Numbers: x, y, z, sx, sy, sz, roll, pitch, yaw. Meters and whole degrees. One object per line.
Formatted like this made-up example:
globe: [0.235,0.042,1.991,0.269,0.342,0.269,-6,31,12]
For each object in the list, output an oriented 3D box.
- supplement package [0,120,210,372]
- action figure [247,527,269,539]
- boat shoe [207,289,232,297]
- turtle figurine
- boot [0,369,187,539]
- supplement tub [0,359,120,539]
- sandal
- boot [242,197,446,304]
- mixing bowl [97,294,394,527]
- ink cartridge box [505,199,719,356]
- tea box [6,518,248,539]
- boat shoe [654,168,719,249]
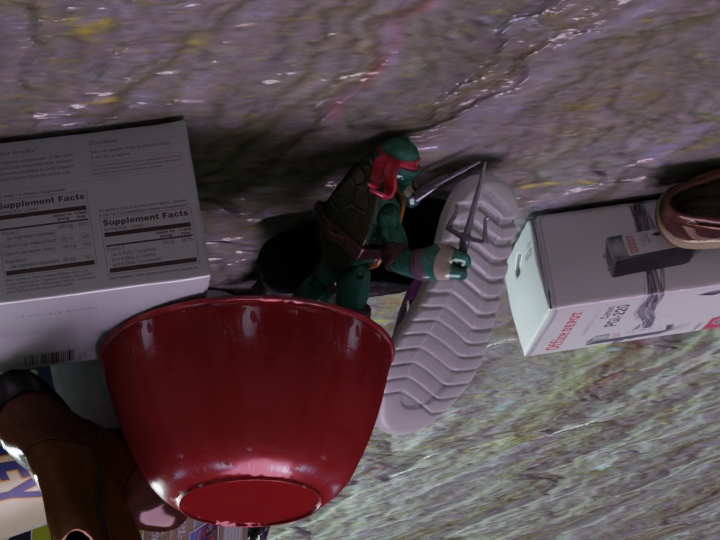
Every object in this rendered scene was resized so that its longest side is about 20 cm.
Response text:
supplement package: [-0.208,-0.010,1.500,0.200,0.111,0.156,-7,163,-10]
action figure: [-0.089,0.143,1.929,0.102,0.200,0.119,-21,161,25]
boat shoe: [-0.086,0.055,1.884,0.200,0.060,0.076,1,161,-33]
turtle figurine: [0.014,-0.025,1.597,0.101,0.150,0.200,21,117,-16]
boot: [-0.153,0.163,1.512,0.068,0.200,0.188,-41,127,0]
supplement tub: [-0.233,0.111,1.679,0.200,0.145,0.145,-21,162,12]
sandal: [0.059,0.024,1.670,0.082,0.203,0.050,19,-173,-36]
boot: [0.000,0.000,1.773,0.200,0.069,0.174,-5,169,-4]
mixing bowl: [-0.074,0.104,1.519,0.200,0.109,0.200,-2,154,-1]
ink cartridge box: [0.229,0.001,1.861,0.200,0.085,0.146,-7,163,-7]
tea box: [-0.203,0.200,1.837,0.196,0.200,0.134,14,-160,24]
boat shoe: [0.326,-0.059,1.750,0.200,0.072,0.072,-5,165,3]
